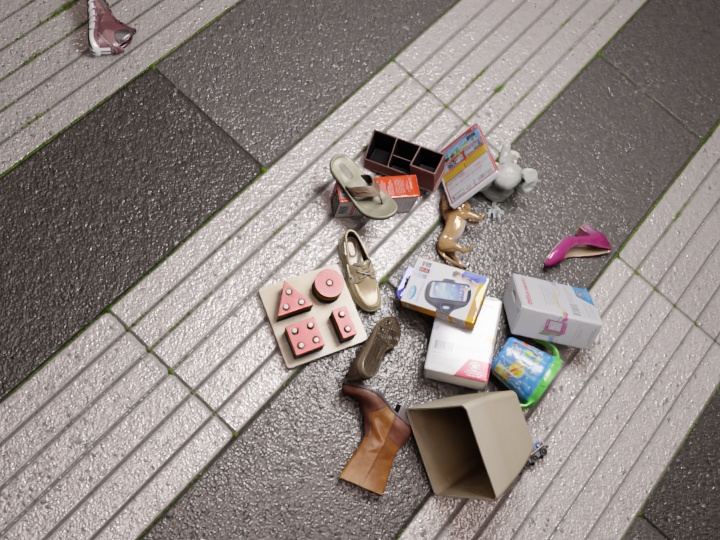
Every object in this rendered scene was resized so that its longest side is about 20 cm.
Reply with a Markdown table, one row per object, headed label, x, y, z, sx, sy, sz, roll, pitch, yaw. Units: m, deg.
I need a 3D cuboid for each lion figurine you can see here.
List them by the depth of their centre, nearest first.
| label | x | y | z | sx | sy | sz | roll | pitch | yaw |
| --- | --- | --- | --- | --- | --- | --- | --- | --- | --- |
| lion figurine | 0.232 | -0.099 | 1.735 | 0.122 | 0.073 | 0.201 | 18 | 73 | 15 |

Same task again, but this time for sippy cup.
| label | x | y | z | sx | sy | sz | roll | pitch | yaw |
| --- | --- | --- | --- | --- | --- | --- | --- | --- | --- |
| sippy cup | 0.373 | 0.227 | 1.619 | 0.130 | 0.140 | 0.178 | 33 | 24 | 13 |

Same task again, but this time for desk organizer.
| label | x | y | z | sx | sy | sz | roll | pitch | yaw |
| --- | --- | --- | --- | --- | --- | --- | --- | --- | --- |
| desk organizer | 0.108 | -0.273 | 1.742 | 0.199 | 0.077 | 0.072 | 22 | 66 | 15 |

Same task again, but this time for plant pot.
| label | x | y | z | sx | sy | sz | roll | pitch | yaw |
| --- | --- | --- | --- | --- | --- | --- | --- | --- | --- |
| plant pot | 0.250 | 0.353 | 1.498 | 0.176 | 0.200 | 0.201 | -19 | 89 | -34 |

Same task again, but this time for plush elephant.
| label | x | y | z | sx | sy | sz | roll | pitch | yaw |
| --- | --- | --- | --- | --- | --- | --- | --- | --- | --- |
| plush elephant | 0.355 | -0.245 | 1.767 | 0.164 | 0.155 | 0.201 | 2 | 69 | -11 |

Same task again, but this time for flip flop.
| label | x | y | z | sx | sy | sz | roll | pitch | yaw |
| --- | --- | --- | --- | --- | --- | --- | --- | --- | --- |
| flip flop | 0.006 | -0.197 | 1.623 | 0.081 | 0.058 | 0.200 | -38 | 82 | -20 |

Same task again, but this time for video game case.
| label | x | y | z | sx | sy | sz | roll | pitch | yaw |
| --- | --- | --- | --- | --- | --- | --- | --- | --- | --- |
| video game case | 0.260 | -0.262 | 1.737 | 0.017 | 0.143 | 0.201 | 32 | 33 | -37 |

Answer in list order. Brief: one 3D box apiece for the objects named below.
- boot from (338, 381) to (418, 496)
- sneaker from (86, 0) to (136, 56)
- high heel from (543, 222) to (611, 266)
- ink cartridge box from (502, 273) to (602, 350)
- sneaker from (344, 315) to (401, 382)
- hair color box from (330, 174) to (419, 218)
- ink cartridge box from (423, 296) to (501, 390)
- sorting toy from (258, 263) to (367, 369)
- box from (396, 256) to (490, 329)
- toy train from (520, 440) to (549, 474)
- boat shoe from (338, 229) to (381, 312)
| label | x | y | z | sx | sy | sz | roll | pitch | yaw |
| --- | --- | --- | --- | --- | --- | --- | --- | --- | --- |
| boot | 0.005 | 0.364 | 1.537 | 0.188 | 0.068 | 0.201 | 31 | 74 | -7 |
| sneaker | -0.624 | -0.629 | 1.762 | 0.115 | 0.076 | 0.201 | -2 | 81 | -18 |
| high heel | 0.552 | -0.043 | 1.783 | 0.200 | 0.067 | 0.096 | -31 | 68 | -33 |
| ink cartridge box | 0.450 | 0.096 | 1.668 | 0.199 | 0.085 | 0.145 | 14 | 32 | -7 |
| sneaker | 0.024 | 0.175 | 1.589 | 0.071 | 0.075 | 0.200 | 54 | 40 | -12 |
| hair color box | 0.034 | -0.180 | 1.708 | 0.199 | 0.102 | 0.062 | -6 | 72 | -14 |
| ink cartridge box | 0.236 | 0.159 | 1.618 | 0.147 | 0.086 | 0.201 | 12 | 66 | 10 |
| sorting toy | -0.106 | 0.094 | 1.596 | 0.199 | 0.070 | 0.200 | -18 | 75 | -17 |
| box | 0.184 | 0.046 | 1.608 | 0.199 | 0.042 | 0.120 | 17 | 69 | 16 |
| toy train | 0.344 | 0.443 | 1.581 | 0.199 | 0.034 | 0.046 | -30 | 66 | -19 |
| boat shoe | 0.000 | 0.000 | 1.654 | 0.072 | 0.065 | 0.201 | -14 | 74 | -16 |
